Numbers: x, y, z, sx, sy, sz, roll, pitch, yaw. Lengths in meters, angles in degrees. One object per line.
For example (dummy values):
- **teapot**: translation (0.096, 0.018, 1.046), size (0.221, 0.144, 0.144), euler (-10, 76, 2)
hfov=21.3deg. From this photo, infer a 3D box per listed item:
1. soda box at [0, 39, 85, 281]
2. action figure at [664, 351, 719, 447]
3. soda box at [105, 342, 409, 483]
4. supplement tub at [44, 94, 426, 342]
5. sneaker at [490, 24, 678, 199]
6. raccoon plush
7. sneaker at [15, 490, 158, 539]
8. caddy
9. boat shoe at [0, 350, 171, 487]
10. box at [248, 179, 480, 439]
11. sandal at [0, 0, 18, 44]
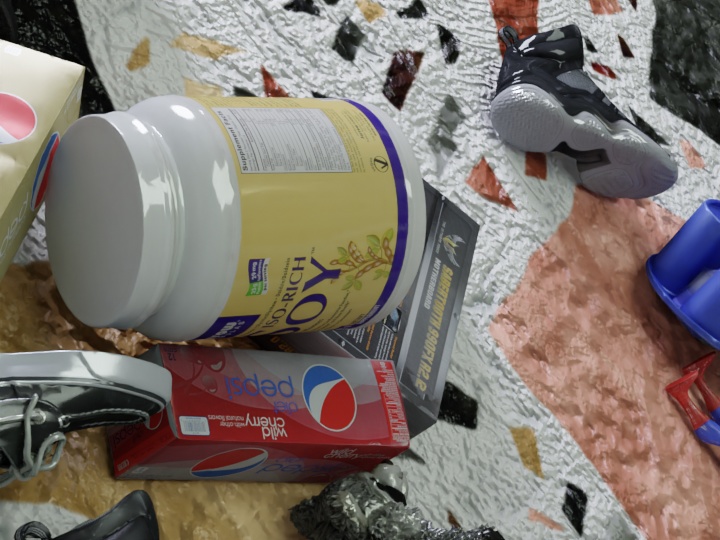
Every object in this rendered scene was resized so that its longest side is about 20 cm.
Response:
- **soda box**: translation (-0.224, -0.045, 1.115), size (0.063, 0.068, 0.201), euler (17, 44, 0)
- **action figure**: translation (0.331, 0.164, 1.589), size (0.201, 0.052, 0.065), euler (57, 34, -2)
- **soda box**: translation (-0.063, 0.092, 1.200), size (0.199, 0.070, 0.064), euler (7, 59, -43)
- **supplement tub**: translation (-0.075, -0.032, 1.161), size (0.199, 0.145, 0.147), euler (-3, 65, -36)
- **sneaker**: translation (0.193, -0.142, 1.636), size (0.199, 0.075, 0.115), euler (23, 51, -31)
- **raccoon plush**: translation (0.022, 0.218, 1.191), size (0.133, 0.097, 0.202), euler (19, 51, -27)
- **sneaker**: translation (-0.104, 0.185, 1.072), size (0.199, 0.075, 0.115), euler (9, 60, -40)
- **caddy**: translation (0.333, 0.027, 1.646), size (0.199, 0.105, 0.142), euler (19, 27, -37)
- **boat shoe**: translation (-0.195, 0.083, 1.054), size (0.198, 0.073, 0.069), euler (4, 70, -34)
- **box**: translation (0.000, 0.000, 1.351), size (0.158, 0.048, 0.201), euler (38, 42, -22)
- **sandal**: translation (-0.286, -0.207, 1.180), size (0.200, 0.075, 0.045), euler (41, 41, -14)
